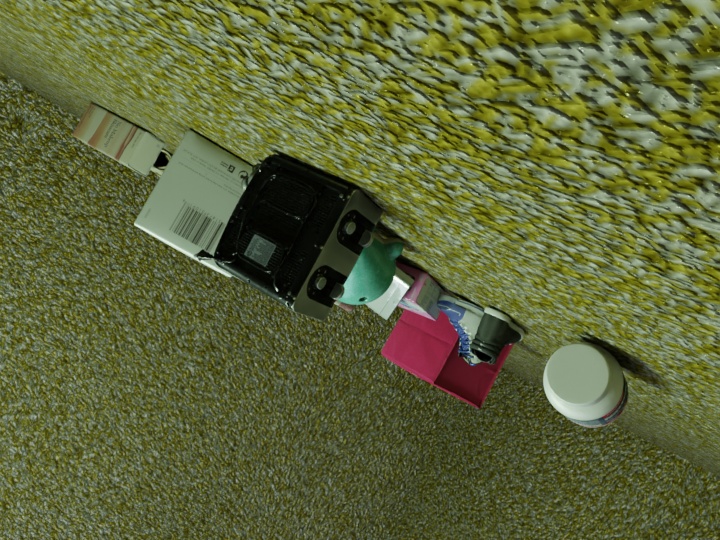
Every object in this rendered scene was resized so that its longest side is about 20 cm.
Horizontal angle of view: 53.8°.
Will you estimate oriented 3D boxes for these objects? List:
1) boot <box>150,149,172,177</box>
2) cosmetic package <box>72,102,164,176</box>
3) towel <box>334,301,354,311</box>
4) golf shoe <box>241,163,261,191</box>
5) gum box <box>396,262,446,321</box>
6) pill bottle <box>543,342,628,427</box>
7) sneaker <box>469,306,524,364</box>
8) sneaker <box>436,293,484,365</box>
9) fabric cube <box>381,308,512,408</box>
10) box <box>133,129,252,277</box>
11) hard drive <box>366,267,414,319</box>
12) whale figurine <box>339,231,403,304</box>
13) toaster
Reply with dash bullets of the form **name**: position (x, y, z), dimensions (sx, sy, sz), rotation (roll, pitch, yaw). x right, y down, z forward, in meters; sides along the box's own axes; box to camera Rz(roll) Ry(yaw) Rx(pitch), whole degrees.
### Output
- **boot**: position (-0.569, -0.307, 2.097), dimensions (0.200, 0.072, 0.155), rotation (31, 174, -24)
- **cosmetic package**: position (-0.616, -0.333, 1.806), dimensions (0.200, 0.104, 0.087), rotation (27, 177, 20)
- **towel**: position (-0.043, -0.023, 1.235), dimensions (0.023, 0.144, 0.200), rotation (31, 179, 44)
- **golf shoe**: position (-0.107, -0.101, 1.193), dimensions (0.200, 0.078, 0.094), rotation (31, 176, -39)
- **gum box**: position (0.101, 0.039, 1.503), dimensions (0.113, 0.066, 0.200), rotation (22, 172, 24)
- **pill bottle**: position (0.350, 0.177, 1.106), dimensions (0.119, 0.120, 0.200), rotation (28, 177, 28)
- **sneaker**: position (0.271, 0.141, 1.431), dimensions (0.071, 0.099, 0.200), rotation (25, 176, 28)
- **sneaker**: position (0.239, 0.139, 1.524), dimensions (0.199, 0.115, 0.081), rotation (31, 175, -28)
- **fabric cube**: position (0.213, 0.186, 1.722), dimensions (0.196, 0.200, 0.199), rotation (33, 174, -39)
- **box**: position (-0.279, -0.119, 1.314), dimensions (0.199, 0.200, 0.131), rotation (30, 175, -13)
- **hard drive**: position (0.000, 0.000, 1.410), dimensions (0.200, 0.027, 0.132), rotation (38, 141, 7)
- **whale figurine**: position (-0.006, -0.014, 1.133), dimensions (0.159, 0.104, 0.200), rotation (-9, 155, -3)
- **toaster**: position (-0.092, -0.046, 0.981), dimensions (0.200, 0.181, 0.119), rotation (26, 177, 33)
